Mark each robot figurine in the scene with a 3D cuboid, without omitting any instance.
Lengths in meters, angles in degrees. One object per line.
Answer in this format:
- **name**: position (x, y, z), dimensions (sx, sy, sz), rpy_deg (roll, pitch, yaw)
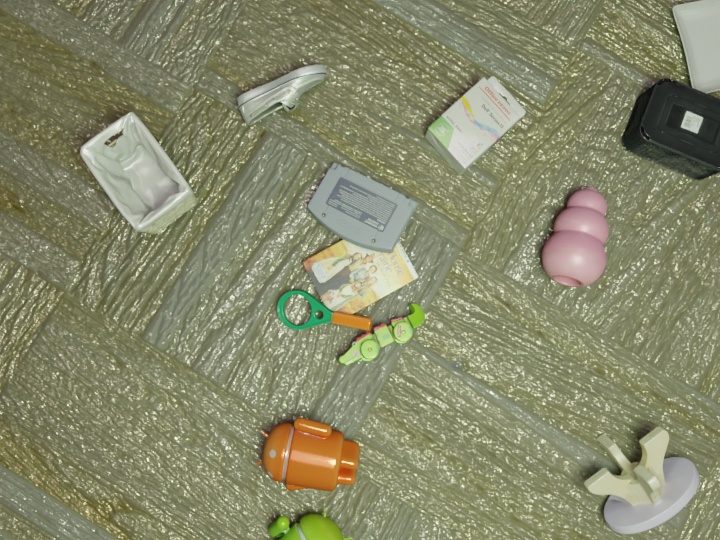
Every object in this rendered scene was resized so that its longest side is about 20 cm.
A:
- **robot figurine**: position (-0.103, 0.361, 1.244), dimensions (0.198, 0.144, 0.118), rpy_deg (10, 63, 0)
- **robot figurine**: position (-0.112, 0.554, 1.228), dimensions (0.200, 0.116, 0.176), rpy_deg (-44, 82, -4)

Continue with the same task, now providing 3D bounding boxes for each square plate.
- **square plate**: position (0.777, -0.484, 1.369), dimensions (0.198, 0.028, 0.200), rpy_deg (-12, 86, -2)

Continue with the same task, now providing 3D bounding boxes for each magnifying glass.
- **magnifying glass**: position (-0.074, 0.090, 1.290), dimensions (0.198, 0.022, 0.081), rpy_deg (11, 97, 16)

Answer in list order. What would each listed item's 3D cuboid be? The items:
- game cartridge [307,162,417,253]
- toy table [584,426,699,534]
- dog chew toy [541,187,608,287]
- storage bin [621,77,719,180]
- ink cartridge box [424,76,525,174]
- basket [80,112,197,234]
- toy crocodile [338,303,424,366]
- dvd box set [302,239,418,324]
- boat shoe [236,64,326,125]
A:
- **game cartridge**: position (-0.001, -0.122, 1.304), dimensions (0.199, 0.041, 0.134), rpy_deg (28, 76, 13)
- **toy table**: position (0.534, 0.396, 1.233), dimensions (0.199, 0.184, 0.118), rpy_deg (-39, 104, -12)
- **dog chew toy**: position (0.440, -0.071, 1.290), dimensions (0.123, 0.125, 0.202), rpy_deg (19, 77, 1)
- **storage bin**: position (0.662, -0.288, 1.319), dimensions (0.198, 0.094, 0.136), rpy_deg (23, 86, 0)
- **ink cartridge box**: position (0.245, -0.310, 1.327), dimensions (0.200, 0.067, 0.117), rpy_deg (-43, 87, -4)
- **basket**: position (-0.432, -0.186, 1.280), dimensions (0.135, 0.123, 0.201), rpy_deg (-37, 88, -4)
- **toy crocodile**: position (0.043, 0.134, 1.290), dimensions (0.199, 0.068, 0.062), rpy_deg (-27, 81, -5)
- **dvd box set**: position (0.000, 0.000, 1.317), dimensions (0.199, 0.029, 0.147), rpy_deg (-28, 86, -2)
- **boat shoe**: position (-0.156, -0.360, 1.325), dimensions (0.198, 0.072, 0.066), rpy_deg (-22, 90, -2)
